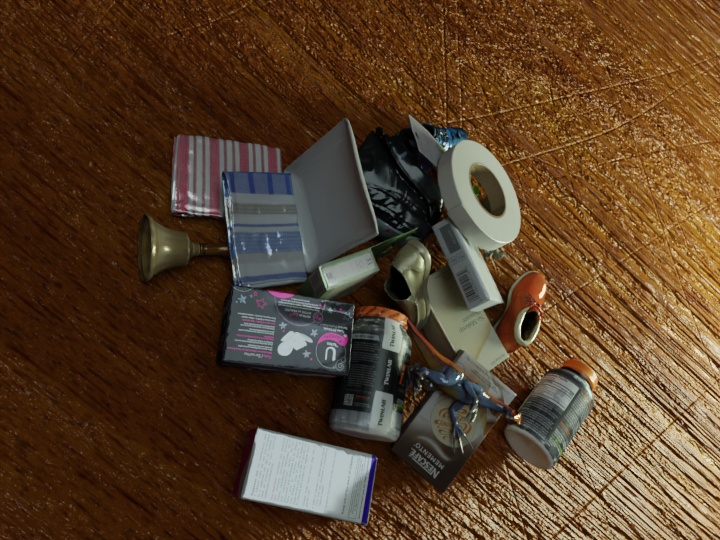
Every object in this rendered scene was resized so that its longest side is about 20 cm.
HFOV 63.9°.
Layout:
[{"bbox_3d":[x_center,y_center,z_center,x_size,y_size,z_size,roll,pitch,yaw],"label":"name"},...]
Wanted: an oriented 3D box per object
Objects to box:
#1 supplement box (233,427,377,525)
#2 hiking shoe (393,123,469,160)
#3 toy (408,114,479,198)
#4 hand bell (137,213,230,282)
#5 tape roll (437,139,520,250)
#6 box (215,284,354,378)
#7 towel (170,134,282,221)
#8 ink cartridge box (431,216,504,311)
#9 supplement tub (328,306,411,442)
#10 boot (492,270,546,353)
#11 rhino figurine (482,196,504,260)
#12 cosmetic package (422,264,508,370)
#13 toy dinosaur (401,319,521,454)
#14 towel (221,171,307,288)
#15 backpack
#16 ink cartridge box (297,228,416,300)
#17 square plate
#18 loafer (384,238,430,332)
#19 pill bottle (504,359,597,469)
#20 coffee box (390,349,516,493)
[{"bbox_3d":[-0.086,0.318,0.892,0.195,0.101,0.106,17,69,-15],"label":"supplement box"},{"bbox_3d":[0.145,-0.254,1.153,0.196,0.087,0.076,-17,80,-24],"label":"hiking shoe"},{"bbox_3d":[0.150,-0.191,1.090,0.198,0.047,0.117,31,34,-33],"label":"toy"},{"bbox_3d":[-0.258,-0.034,0.955,0.196,0.103,0.107,1,73,-34],"label":"hand bell"},{"bbox_3d":[0.217,-0.137,1.043,0.200,0.037,0.208,23,55,-36],"label":"tape roll"},{"bbox_3d":[-0.123,0.106,0.924,0.195,0.132,0.118,11,74,-17],"label":"box"},{"bbox_3d":[-0.232,-0.158,1.021,0.195,0.030,0.151,3,74,-22],"label":"towel"},{"bbox_3d":[0.204,-0.005,1.071,0.047,0.199,0.163,-27,75,16],"label":"ink cartridge box"},{"bbox_3d":[0.020,0.172,0.963,0.120,0.122,0.205,16,70,-15],"label":"supplement tub"},{"bbox_3d":[0.325,0.075,1.115,0.074,0.107,0.202,36,64,-5],"label":"boot"},{"bbox_3d":[0.269,-0.105,1.152,0.088,0.059,0.201,56,40,-17],"label":"rhino figurine"},{"bbox_3d":[0.175,0.099,1.070,0.102,0.073,0.203,-28,85,-25],"label":"cosmetic package"},{"bbox_3d":[0.163,0.177,0.894,0.176,0.105,0.206,7,73,-13],"label":"toy dinosaur"},{"bbox_3d":[-0.162,-0.071,0.988,0.144,0.024,0.206,-4,83,-40],"label":"towel"},{"bbox_3d":[0.057,-0.136,1.066,0.198,0.126,0.169,35,78,-9],"label":"backpack"},{"bbox_3d":[0.000,0.000,0.993,0.196,0.145,0.049,-20,80,-24],"label":"ink cartridge box"},{"bbox_3d":[-0.052,-0.122,0.991,0.028,0.196,0.205,-4,74,-42],"label":"square plate"},{"bbox_3d":[0.077,0.035,0.997,0.067,0.203,0.076,-28,47,-24],"label":"loafer"},{"bbox_3d":[0.363,0.258,1.074,0.200,0.106,0.107,-42,91,-25],"label":"pill bottle"},{"bbox_3d":[0.153,0.249,0.968,0.113,0.080,0.202,37,88,6],"label":"coffee box"}]
